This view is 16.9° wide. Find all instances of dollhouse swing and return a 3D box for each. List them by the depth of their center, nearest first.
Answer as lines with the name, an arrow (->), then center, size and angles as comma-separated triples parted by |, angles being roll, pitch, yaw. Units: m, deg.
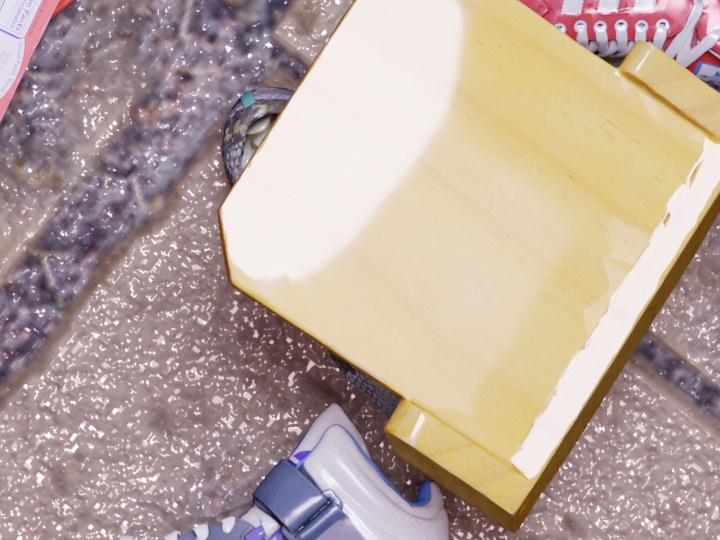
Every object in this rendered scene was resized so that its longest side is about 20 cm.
dollhouse swing -> 0.050, -0.016, 1.086 | 0.175, 0.182, 0.200 | 31, 84, 8

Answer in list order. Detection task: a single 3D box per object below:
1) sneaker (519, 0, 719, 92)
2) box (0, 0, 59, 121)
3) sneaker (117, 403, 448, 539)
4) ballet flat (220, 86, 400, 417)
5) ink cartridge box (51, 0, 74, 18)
sneaker -> 0.128, -0.112, 1.138 | 0.199, 0.071, 0.113 | -25, 86, -4
box -> -0.224, -0.071, 1.096 | 0.102, 0.095, 0.201 | 24, 93, -22
sneaker -> -0.058, 0.125, 1.128 | 0.199, 0.081, 0.147 | 18, 80, 3
ballet flat -> 0.000, 0.000, 1.133 | 0.072, 0.072, 0.201 | -36, 90, -2
ink cartridge box -> -0.261, -0.143, 1.144 | 0.200, 0.044, 0.174 | -39, 88, -2
